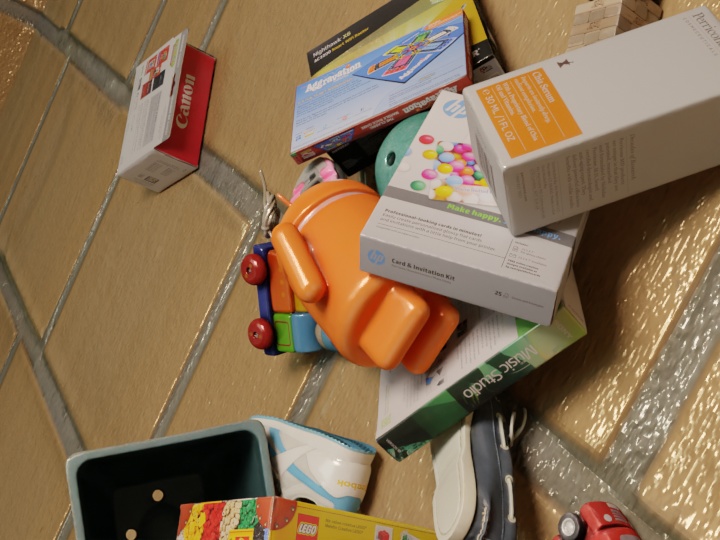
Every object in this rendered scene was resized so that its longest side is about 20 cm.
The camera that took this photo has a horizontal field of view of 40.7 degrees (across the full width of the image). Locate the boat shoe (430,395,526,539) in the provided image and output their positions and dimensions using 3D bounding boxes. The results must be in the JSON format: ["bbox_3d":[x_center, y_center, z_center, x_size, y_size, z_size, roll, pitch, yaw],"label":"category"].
[{"bbox_3d":[0.099,0.146,0.802,0.201,0.061,0.076,-85,21,-58],"label":"boat shoe"}]

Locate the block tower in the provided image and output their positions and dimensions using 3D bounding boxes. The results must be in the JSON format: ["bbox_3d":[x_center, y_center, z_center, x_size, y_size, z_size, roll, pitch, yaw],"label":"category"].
[{"bbox_3d":[0.224,-0.233,0.839,0.054,0.057,0.204,1,75,54],"label":"block tower"}]

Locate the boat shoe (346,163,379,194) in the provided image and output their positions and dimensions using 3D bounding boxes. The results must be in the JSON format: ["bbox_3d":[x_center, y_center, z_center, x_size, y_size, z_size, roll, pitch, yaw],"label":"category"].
[{"bbox_3d":[-0.012,-0.091,1.081,0.073,0.062,0.204,-23,56,46],"label":"boat shoe"}]

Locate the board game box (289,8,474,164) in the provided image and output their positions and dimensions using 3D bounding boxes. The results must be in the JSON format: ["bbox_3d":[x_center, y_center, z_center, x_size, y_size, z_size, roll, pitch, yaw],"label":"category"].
[{"bbox_3d":[0.018,-0.182,0.964,0.197,0.019,0.104,-20,47,24],"label":"board game box"}]

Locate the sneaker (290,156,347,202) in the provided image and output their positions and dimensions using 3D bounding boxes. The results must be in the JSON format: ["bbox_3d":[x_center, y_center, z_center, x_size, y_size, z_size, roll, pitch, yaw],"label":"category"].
[{"bbox_3d":[-0.008,-0.018,0.992,0.078,0.094,0.204,-27,72,39],"label":"sneaker"}]

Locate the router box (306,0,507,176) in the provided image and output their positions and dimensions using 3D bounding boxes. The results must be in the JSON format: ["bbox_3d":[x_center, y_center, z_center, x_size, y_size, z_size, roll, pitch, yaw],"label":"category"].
[{"bbox_3d":[0.045,-0.213,1.022,0.198,0.052,0.159,-28,49,18],"label":"router box"}]

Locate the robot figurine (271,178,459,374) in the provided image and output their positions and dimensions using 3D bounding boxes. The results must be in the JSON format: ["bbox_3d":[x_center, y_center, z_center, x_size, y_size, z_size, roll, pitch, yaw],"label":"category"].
[{"bbox_3d":[-0.001,-0.001,0.827,0.200,0.142,0.118,49,153,40],"label":"robot figurine"}]

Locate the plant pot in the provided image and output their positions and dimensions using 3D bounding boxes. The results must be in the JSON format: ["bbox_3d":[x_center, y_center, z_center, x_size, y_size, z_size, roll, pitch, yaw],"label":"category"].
[{"bbox_3d":[-0.196,0.275,1.013,0.200,0.193,0.200,146,115,-70],"label":"plant pot"}]

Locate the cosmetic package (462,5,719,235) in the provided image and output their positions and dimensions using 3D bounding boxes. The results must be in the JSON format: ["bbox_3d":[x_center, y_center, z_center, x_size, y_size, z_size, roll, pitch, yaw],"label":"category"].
[{"bbox_3d":[0.186,-0.112,0.722,0.196,0.072,0.102,-19,46,0],"label":"cosmetic package"}]

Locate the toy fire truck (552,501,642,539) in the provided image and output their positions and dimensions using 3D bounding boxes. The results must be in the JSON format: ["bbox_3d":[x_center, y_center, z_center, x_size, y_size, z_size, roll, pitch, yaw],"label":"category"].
[{"bbox_3d":[0.146,0.281,0.687,0.201,0.048,0.142,-54,38,20],"label":"toy fire truck"}]

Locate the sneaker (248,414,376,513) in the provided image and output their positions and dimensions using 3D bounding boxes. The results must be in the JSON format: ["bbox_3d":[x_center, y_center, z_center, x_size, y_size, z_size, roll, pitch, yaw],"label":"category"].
[{"bbox_3d":[-0.065,0.199,0.996,0.199,0.076,0.082,5,78,56],"label":"sneaker"}]

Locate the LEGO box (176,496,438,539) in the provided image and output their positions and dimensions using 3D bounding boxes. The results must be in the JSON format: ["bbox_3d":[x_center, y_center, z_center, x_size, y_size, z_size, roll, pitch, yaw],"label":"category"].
[{"bbox_3d":[-0.040,0.250,0.825,0.148,0.198,0.079,-19,58,47],"label":"LEGO box"}]

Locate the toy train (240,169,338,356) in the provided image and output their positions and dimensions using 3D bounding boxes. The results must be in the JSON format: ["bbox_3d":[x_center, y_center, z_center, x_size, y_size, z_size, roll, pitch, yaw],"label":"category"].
[{"bbox_3d":[-0.064,-0.009,1.050,0.114,0.084,0.204,1,100,41],"label":"toy train"}]

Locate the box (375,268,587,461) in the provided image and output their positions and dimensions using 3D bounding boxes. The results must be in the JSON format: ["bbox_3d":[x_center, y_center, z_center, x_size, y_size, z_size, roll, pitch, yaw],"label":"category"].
[{"bbox_3d":[0.096,0.055,0.819,0.199,0.036,0.145,-40,22,25],"label":"box"}]

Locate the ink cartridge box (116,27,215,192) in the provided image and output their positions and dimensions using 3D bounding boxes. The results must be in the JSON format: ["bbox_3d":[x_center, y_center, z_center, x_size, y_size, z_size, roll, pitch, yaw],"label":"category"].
[{"bbox_3d":[-0.296,-0.251,1.534,0.174,0.083,0.204,-19,58,48],"label":"ink cartridge box"}]

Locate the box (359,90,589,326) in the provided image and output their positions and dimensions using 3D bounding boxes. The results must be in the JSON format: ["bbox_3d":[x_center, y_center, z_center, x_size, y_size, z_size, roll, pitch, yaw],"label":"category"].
[{"bbox_3d":[0.105,-0.058,0.777,0.042,0.153,0.201,92,-159,-44],"label":"box"}]

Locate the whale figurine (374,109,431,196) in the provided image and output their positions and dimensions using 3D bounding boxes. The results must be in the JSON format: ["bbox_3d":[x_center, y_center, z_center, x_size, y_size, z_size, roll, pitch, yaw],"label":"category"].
[{"bbox_3d":[0.060,-0.056,0.931,0.158,0.103,0.204,3,78,53],"label":"whale figurine"}]
